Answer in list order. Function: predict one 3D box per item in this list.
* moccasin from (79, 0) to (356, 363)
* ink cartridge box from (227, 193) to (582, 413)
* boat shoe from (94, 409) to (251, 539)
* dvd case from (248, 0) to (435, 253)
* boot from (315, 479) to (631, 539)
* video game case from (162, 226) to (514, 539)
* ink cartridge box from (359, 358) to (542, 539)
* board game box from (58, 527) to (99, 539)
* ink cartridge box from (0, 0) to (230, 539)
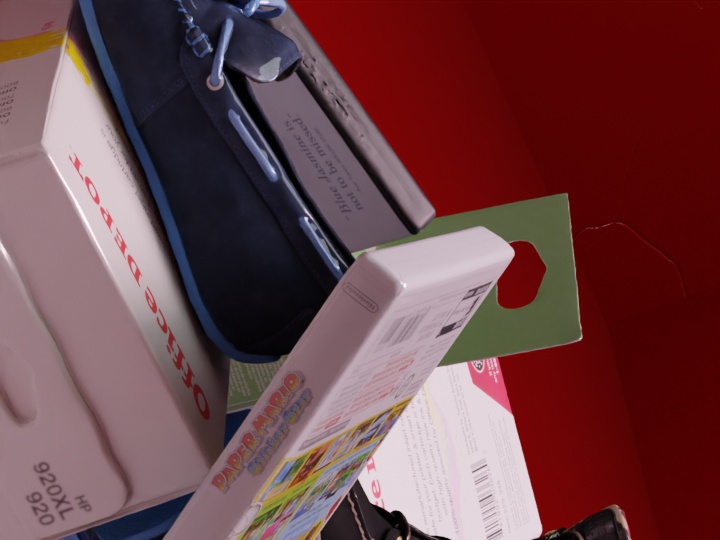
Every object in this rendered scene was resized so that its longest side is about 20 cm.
[{"bbox_3d":[-0.050,-0.068,0.867,0.080,0.068,0.201,-55,125,-76],"label":"moccasin"},{"bbox_3d":[0.000,0.000,1.124,0.146,0.199,0.048,-87,161,-59],"label":"ink cartridge box"},{"bbox_3d":[-0.062,0.111,1.050,0.200,0.084,0.069,-40,114,-75],"label":"boat shoe"},{"bbox_3d":[-0.069,-0.058,0.996,0.018,0.200,0.143,-46,107,-32],"label":"dvd case"},{"bbox_3d":[0.049,0.135,1.072,0.073,0.150,0.201,-102,178,-71],"label":"boot"},{"bbox_3d":[-0.019,0.065,0.874,0.023,0.182,0.200,36,11,9],"label":"video game case"},{"bbox_3d":[0.006,0.097,1.229,0.200,0.085,0.149,-14,91,-61],"label":"ink cartridge box"},{"bbox_3d":[-0.100,0.152,1.098,0.152,0.036,0.201,-87,155,-63],"label":"board game box"},{"bbox_3d":[-0.140,-0.009,0.888,0.200,0.144,0.148,-90,158,-61],"label":"ink cartridge box"}]
